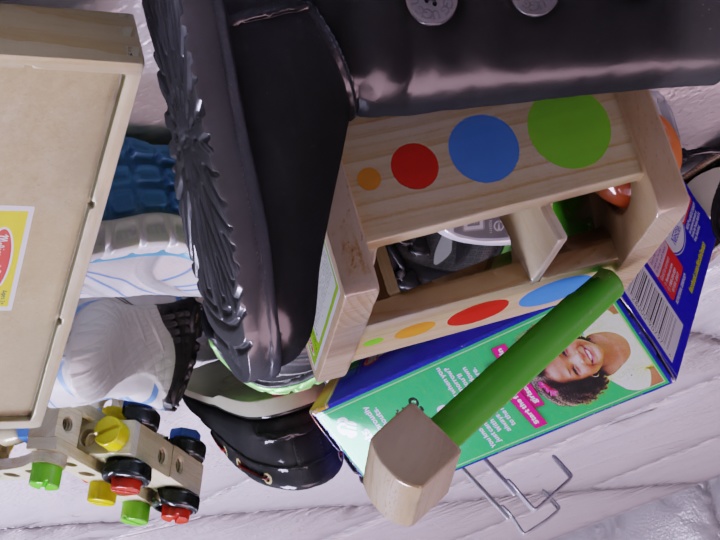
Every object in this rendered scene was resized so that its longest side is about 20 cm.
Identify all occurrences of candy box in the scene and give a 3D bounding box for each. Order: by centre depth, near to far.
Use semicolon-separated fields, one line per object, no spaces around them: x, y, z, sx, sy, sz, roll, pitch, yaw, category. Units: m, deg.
0.090;0.028;0.902;0.199;0.077;0.169;-29;-165;31;candy box

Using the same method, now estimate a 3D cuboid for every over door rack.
0.042;0.114;1.065;0.067;0.199;0.148;-53;168;-11;over door rack

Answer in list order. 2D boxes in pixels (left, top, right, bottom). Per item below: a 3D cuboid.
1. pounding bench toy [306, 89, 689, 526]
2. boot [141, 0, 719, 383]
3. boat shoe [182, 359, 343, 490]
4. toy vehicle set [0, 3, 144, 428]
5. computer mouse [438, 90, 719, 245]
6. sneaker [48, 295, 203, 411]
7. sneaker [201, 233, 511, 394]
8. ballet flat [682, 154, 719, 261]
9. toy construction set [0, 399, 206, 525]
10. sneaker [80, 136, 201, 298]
0.054;-0.012;0.642;0.155;0.201;0.124;-13;163;-11;pounding bench toy
0.034;-0.061;0.552;0.198;0.166;0.066;-12;-171;-19;boot
-0.066;0.090;0.983;0.073;0.064;0.201;-17;-169;-18;boat shoe
-0.162;-0.012;0.580;0.123;0.027;0.201;1;136;-25;toy vehicle set
0.121;-0.060;0.792;0.198;0.111;0.044;-5;-161;-7;computer mouse
-0.139;0.039;0.870;0.072;0.072;0.200;15;179;16;sneaker
0.000;0.000;0.841;0.199;0.077;0.084;-35;143;16;sneaker
0.191;-0.026;0.976;0.067;0.068;0.200;-13;156;-50;ballet flat
-0.171;0.109;0.968;0.130;0.093;0.200;-4;170;22;toy construction set
-0.099;-0.020;0.713;0.199;0.076;0.086;9;157;-40;sneaker
